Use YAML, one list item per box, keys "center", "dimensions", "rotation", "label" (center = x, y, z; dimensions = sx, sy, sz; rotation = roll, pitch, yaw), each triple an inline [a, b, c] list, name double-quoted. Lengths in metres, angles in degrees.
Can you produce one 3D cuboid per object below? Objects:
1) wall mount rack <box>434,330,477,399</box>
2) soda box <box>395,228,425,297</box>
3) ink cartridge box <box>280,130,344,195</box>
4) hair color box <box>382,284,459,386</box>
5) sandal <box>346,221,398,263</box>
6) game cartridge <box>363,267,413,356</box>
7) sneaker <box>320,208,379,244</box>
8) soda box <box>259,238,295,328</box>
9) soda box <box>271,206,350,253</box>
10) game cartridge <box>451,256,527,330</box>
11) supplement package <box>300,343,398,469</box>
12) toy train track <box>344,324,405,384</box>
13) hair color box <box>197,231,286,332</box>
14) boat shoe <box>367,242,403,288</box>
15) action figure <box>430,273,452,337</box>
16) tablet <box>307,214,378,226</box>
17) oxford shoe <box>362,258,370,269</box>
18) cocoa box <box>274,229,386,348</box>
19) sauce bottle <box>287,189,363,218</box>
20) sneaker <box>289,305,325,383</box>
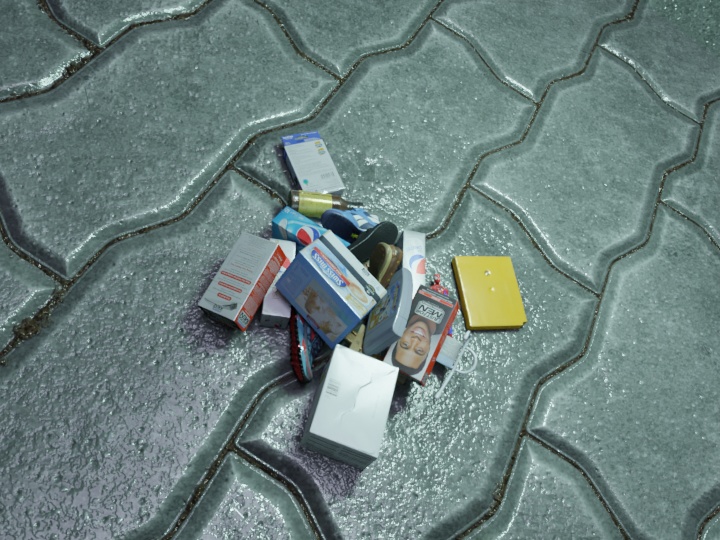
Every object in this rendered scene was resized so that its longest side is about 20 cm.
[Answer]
- center: [0.168, 0.198, 1.415]
  dimensions: [0.197, 0.075, 0.177]
  rotation: [26, 79, 21]
  label: "wall mount rack"
- center: [0.126, 0.000, 1.537]
  dimensions: [0.062, 0.069, 0.205]
  rotation: [11, 58, -11]
  label: "soda box"
- center: [-0.133, -0.281, 1.632]
  dimensions: [0.117, 0.042, 0.204]
  rotation: [-15, 70, -24]
  label: "ink cartridge box"
- center: [0.140, 0.146, 1.373]
  dimensions: [0.100, 0.061, 0.203]
  rotation: [22, 75, 19]
  label: "hair color box"
- center: [0.012, -0.066, 1.462]
  dimensions: [0.198, 0.077, 0.047]
  rotation: [-31, 39, -32]
  label: "sandal"
- center: [0.068, 0.090, 1.412]
  dimensions: [0.041, 0.133, 0.203]
  rotation: [29, 44, -17]
  label: "game cartridge"
- center: [-0.021, -0.116, 1.520]
  dimensions: [0.197, 0.074, 0.084]
  rotation: [20, 42, -37]
  label: "sneaker"
- center: [-0.194, 0.029, 1.424]
  dimensions: [0.066, 0.064, 0.205]
  rotation: [8, 59, -12]
  label: "soda box"
- center: [-0.123, -0.072, 1.477]
  dimensions: [0.197, 0.069, 0.064]
  rotation: [31, 55, 16]
  label: "soda box"
- center: [0.339, 0.058, 1.596]
  dimensions: [0.171, 0.033, 0.205]
  rotation: [1, 64, -17]
  label: "game cartridge"
- center: [-0.023, 0.293, 1.299]
  dimensions: [0.152, 0.112, 0.204]
  rotation: [21, 56, -5]
  label: "supplement package"
- center: [0.020, 0.202, 1.412]
  dimensions: [0.198, 0.033, 0.115]
  rotation: [37, 40, -2]
  label: "toy train track"
- center: [-0.264, 0.023, 1.361]
  dimensions: [0.109, 0.064, 0.203]
  rotation: [18, 66, 25]
  label: "hair color box"
- center: [0.041, 0.027, 1.428]
  dimensions: [0.066, 0.203, 0.073]
  rotation: [6, 35, -33]
  label: "boat shoe"
- center: [0.206, 0.101, 1.520]
  dimensions: [0.063, 0.052, 0.205]
  rotation: [-1, 60, -12]
  label: "action figure"
- center: [-0.040, -0.093, 1.571]
  dimensions: [0.194, 0.014, 0.133]
  rotation: [1, 61, -16]
  label: "tablet"
- center: [0.000, 0.000, 1.487]
  dimensions: [0.198, 0.074, 0.072]
  rotation: [-34, 92, -29]
  label: "oxford shoe"
- center: [-0.067, 0.041, 1.355]
  dimensions: [0.200, 0.134, 0.131]
  rotation: [47, 39, 3]
  label: "cocoa box"
- center: [-0.088, -0.164, 1.549]
  dimensions: [0.194, 0.065, 0.066]
  rotation: [6, 59, -17]
  label: "sauce bottle"
- center: [-0.109, 0.155, 1.370]
  dimensions: [0.093, 0.080, 0.205]
  rotation: [4, 61, -17]
  label: "sneaker"
